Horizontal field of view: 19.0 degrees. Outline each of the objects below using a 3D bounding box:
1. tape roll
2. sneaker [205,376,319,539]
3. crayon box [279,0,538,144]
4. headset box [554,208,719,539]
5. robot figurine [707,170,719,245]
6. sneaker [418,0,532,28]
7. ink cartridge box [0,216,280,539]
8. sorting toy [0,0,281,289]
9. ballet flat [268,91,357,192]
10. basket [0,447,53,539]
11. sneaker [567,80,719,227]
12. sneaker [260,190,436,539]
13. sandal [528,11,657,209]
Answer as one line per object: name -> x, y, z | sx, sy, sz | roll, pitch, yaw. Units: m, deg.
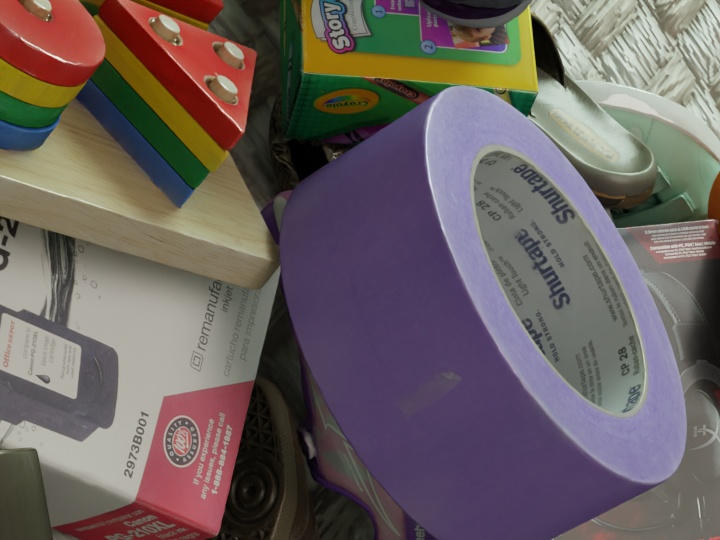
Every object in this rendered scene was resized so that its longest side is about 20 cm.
tape roll -> 0.058, 0.023, 0.968 | 0.200, 0.085, 0.201 | 43, 29, -31
sneaker -> -0.047, 0.153, 1.018 | 0.075, 0.070, 0.201 | 29, 56, -59
crayon box -> 0.020, -0.160, 1.087 | 0.118, 0.058, 0.201 | 4, 60, -11
headset box -> 0.119, 0.062, 1.124 | 0.148, 0.077, 0.201 | -4, 82, -18
robot figurine -> 0.249, -0.002, 1.123 | 0.117, 0.143, 0.201 | 57, 20, -47
sneaker -> 0.001, -0.174, 0.986 | 0.199, 0.088, 0.075 | 16, 80, -13
ink cartridge box -> -0.148, 0.022, 0.947 | 0.199, 0.084, 0.145 | 27, 62, -29
sorting toy -> -0.128, -0.104, 0.924 | 0.199, 0.070, 0.199 | 18, 33, -43
ballet flat -> 0.000, 0.000, 1.076 | 0.046, 0.067, 0.201 | -9, 79, -69
basket -> -0.171, 0.175, 0.835 | 0.180, 0.135, 0.201 | 9, 74, -76
sneaker -> 0.167, -0.020, 1.212 | 0.200, 0.074, 0.119 | 31, 64, -27
sneaker -> -0.001, 0.058, 1.029 | 0.201, 0.088, 0.080 | 58, 27, 3
sandal -> 0.078, -0.108, 1.137 | 0.200, 0.055, 0.082 | 38, 42, 12
